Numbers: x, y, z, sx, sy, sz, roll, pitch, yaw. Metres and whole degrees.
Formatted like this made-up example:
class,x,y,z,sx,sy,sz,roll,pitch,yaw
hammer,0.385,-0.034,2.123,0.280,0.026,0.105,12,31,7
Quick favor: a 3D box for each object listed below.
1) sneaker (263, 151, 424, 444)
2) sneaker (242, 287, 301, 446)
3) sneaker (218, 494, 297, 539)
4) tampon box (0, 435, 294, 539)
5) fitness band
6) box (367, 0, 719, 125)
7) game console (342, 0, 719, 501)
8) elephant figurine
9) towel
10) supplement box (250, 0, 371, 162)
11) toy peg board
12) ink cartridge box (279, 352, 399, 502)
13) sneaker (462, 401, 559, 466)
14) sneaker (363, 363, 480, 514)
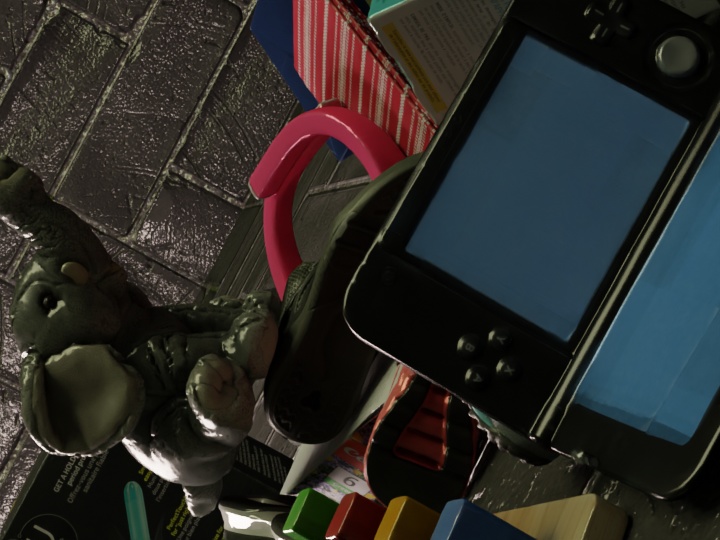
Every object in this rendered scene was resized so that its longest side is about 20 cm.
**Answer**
class,x,y,z,sx,sy,sz,roll,pitch,yaw
sneaker,0.000,0.000,0.973,0.115,0.075,0.201,-95,30,-63
sneaker,-0.060,0.072,1.194,0.200,0.110,0.074,-55,-35,-61
sneaker,-0.032,0.205,0.952,0.200,0.075,0.117,180,93,-65
tampon box,-0.158,0.185,1.203,0.151,0.198,0.126,-60,10,4
fitness band,-0.019,-0.032,1.098,0.037,0.145,0.200,-19,-16,-32
box,0.108,-0.156,0.841,0.198,0.083,0.049,-20,36,25
game console,0.102,-0.031,0.646,0.201,0.175,0.116,-59,-12,-6
elephant figurine,-0.158,0.045,0.967,0.142,0.198,0.157,132,155,-71
towel,0.016,-0.106,1.050,0.022,0.201,0.145,-30,-21,-16
supplement box,0.043,-0.213,1.173,0.199,0.135,0.200,-33,-5,-16
toy peg board,0.001,0.183,0.686,0.202,0.097,0.199,-66,10,-19
ink cartridge box,0.017,0.088,1.013,0.200,0.050,0.110,-47,16,54
sneaker,0.105,-0.007,0.733,0.095,0.079,0.202,-38,28,56
sneaker,0.054,0.034,0.865,0.087,0.073,0.202,-67,0,-71
